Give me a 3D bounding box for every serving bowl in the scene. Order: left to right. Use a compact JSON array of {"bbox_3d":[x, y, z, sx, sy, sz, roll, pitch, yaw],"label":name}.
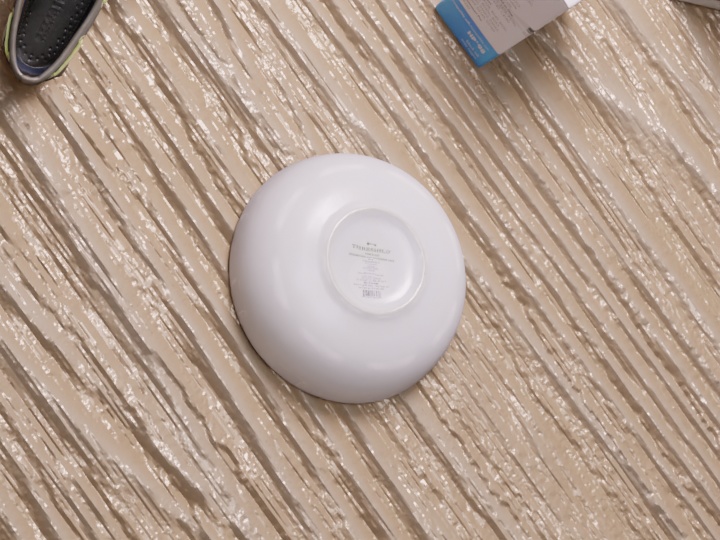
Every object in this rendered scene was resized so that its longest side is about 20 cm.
[{"bbox_3d":[0.000,0.000,1.759,0.199,0.066,0.202,6,76,-23],"label":"serving bowl"}]

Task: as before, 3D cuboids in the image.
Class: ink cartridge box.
[{"bbox_3d":[0.159,-0.246,1.816,0.116,0.200,0.067,-37,94,-27],"label":"ink cartridge box"}]

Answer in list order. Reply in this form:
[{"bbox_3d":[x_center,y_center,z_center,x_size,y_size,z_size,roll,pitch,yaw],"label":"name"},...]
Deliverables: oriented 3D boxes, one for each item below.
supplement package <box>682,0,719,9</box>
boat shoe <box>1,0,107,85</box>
[{"bbox_3d":[0.380,-0.338,1.939,0.146,0.200,0.193,11,73,-22],"label":"supplement package"},{"bbox_3d":[-0.210,-0.230,1.669,0.072,0.060,0.203,22,104,-14],"label":"boat shoe"}]
